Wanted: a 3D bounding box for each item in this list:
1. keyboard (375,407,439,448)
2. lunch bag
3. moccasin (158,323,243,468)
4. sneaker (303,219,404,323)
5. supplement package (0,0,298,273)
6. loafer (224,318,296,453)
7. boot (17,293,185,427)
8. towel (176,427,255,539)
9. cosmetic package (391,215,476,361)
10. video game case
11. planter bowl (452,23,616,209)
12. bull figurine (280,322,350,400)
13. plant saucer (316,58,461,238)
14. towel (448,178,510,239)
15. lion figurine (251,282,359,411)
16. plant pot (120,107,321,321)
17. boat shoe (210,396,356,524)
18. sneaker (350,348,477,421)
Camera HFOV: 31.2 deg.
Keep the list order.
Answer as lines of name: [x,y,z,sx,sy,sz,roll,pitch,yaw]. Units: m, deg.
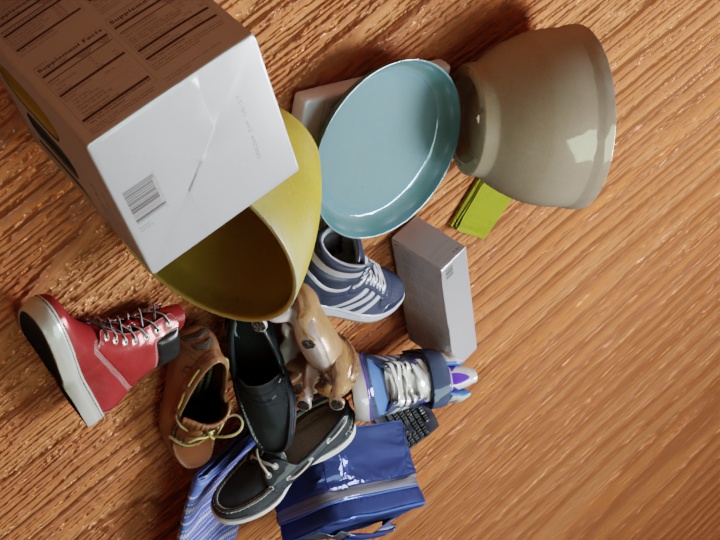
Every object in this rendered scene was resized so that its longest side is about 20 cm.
keyboard: [0.074,0.173,1.755,0.127,0.021,0.200,-42,146,-8]
lunch bag: [-0.015,0.273,1.615,0.199,0.134,0.135,0,160,-46]
moccasin: [-0.173,0.150,1.408,0.073,0.078,0.203,-18,141,-35]
sneaker: [0.000,0.000,1.436,0.199,0.071,0.108,3,143,-45]
supplement package: [-0.177,-0.139,1.017,0.150,0.200,0.152,-36,144,-15]
loafer: [-0.112,0.115,1.397,0.067,0.071,0.203,-7,113,6]
boot: [-0.243,0.055,1.254,0.144,0.072,0.201,-37,152,-15]
towel: [-0.173,0.287,1.552,0.145,0.024,0.202,-39,151,-52]
cosmetic package: [0.093,0.030,1.577,0.051,0.082,0.201,-43,147,-24]
video game case: [0.000,-0.126,1.378,0.199,0.024,0.183,-19,137,-36]
planter bowl: [0.173,-0.165,1.404,0.133,0.201,0.202,-4,131,-15]
bull figurine: [-0.067,0.113,1.505,0.121,0.065,0.200,-41,143,-4]
plant saucer: [0.023,-0.129,1.344,0.199,0.027,0.202,-25,133,-30]
towel: [0.187,-0.127,1.585,0.086,0.018,0.201,15,112,-52]
lion figurine: [-0.052,0.069,1.365,0.072,0.123,0.201,-7,125,15]
plant pot: [-0.114,-0.074,1.187,0.143,0.198,0.201,-58,155,-34]
boat shoe: [-0.092,0.211,1.480,0.200,0.076,0.061,-40,152,-18]
sneaker: [0.064,0.128,1.532,0.145,0.082,0.200,-11,173,6]
